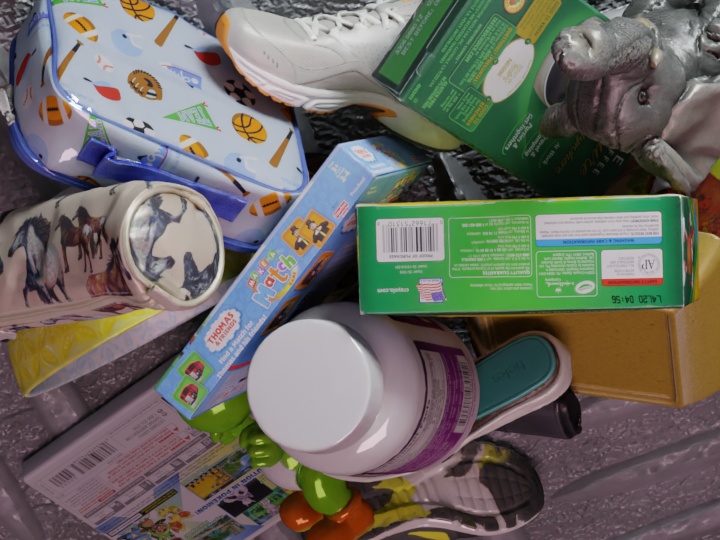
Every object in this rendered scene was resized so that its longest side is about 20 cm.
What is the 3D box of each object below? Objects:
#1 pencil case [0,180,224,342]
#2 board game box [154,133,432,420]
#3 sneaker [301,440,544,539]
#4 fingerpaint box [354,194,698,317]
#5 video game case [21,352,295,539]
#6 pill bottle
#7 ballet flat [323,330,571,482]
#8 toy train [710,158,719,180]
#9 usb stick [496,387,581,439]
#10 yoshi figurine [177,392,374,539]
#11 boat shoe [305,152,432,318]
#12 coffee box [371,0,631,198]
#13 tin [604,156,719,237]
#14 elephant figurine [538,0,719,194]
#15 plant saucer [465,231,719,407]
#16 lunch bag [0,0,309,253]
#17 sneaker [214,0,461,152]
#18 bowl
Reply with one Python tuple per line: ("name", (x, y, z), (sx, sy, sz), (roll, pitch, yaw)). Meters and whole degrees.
("pencil case", (-0.172, -0.002, 1.455), (0.200, 0.090, 0.078), (-10, 150, 42))
("board game box", (-0.041, 0.001, 1.562), (0.037, 0.151, 0.200), (41, 104, 8))
("sneaker", (0.044, 0.180, 1.872), (0.200, 0.075, 0.085), (-3, 162, -17))
("fingerpaint box", (0.110, -0.009, 1.515), (0.200, 0.167, 0.073), (-1, 91, 11))
("video game case", (-0.125, 0.146, 1.834), (0.200, 0.022, 0.182), (-35, 128, 21))
("pill bottle", (0.000, 0.078, 1.566), (0.112, 0.112, 0.200), (-27, 167, 16))
("ballet flat", (0.062, 0.102, 1.684), (0.200, 0.069, 0.069), (-24, 132, 16))
("toy train", (0.268, -0.106, 1.624), (0.200, 0.085, 0.116), (25, 129, -13))
("usb stick", (0.064, 0.093, 1.752), (0.200, 0.033, 0.055), (5, 152, 23))
("yoshi figurine", (-0.074, 0.118, 1.729), (0.112, 0.112, 0.200), (-13, 118, 25))
("boat shoe", (0.000, 0.000, 1.682), (0.076, 0.074, 0.200), (-26, 131, 14))
("coffee box", (0.112, -0.125, 1.560), (0.200, 0.044, 0.123), (28, 99, -41))
("tin", (0.211, -0.015, 1.729), (0.112, 0.042, 0.200), (-6, 134, -9))
("elephant figurine", (0.172, -0.117, 1.479), (0.141, 0.200, 0.155), (-10, 117, 52))
("plant saucer", (0.159, 0.035, 1.683), (0.200, 0.049, 0.200), (7, 150, 15))
("lunch bag", (-0.133, -0.095, 1.515), (0.200, 0.160, 0.076), (20, 126, -26))
("sneaker", (0.001, -0.149, 1.555), (0.200, 0.076, 0.092), (14, 121, -32))
("bowl", (-0.162, -0.008, 1.611), (0.200, 0.200, 0.108), (-29, 88, 17))
